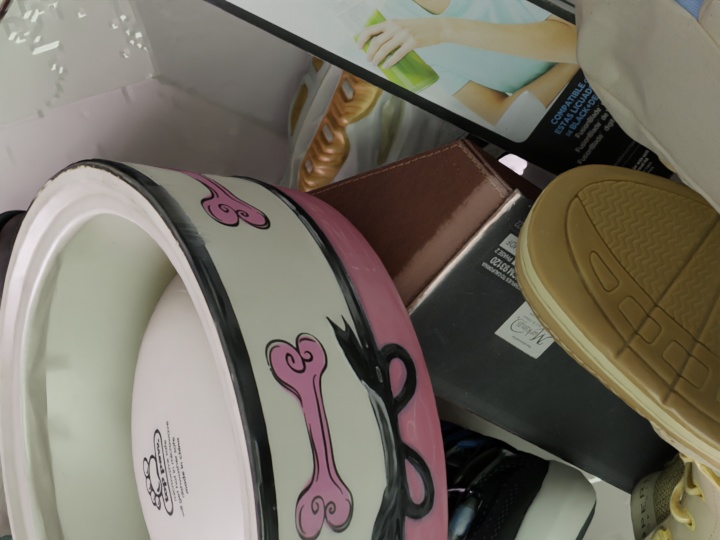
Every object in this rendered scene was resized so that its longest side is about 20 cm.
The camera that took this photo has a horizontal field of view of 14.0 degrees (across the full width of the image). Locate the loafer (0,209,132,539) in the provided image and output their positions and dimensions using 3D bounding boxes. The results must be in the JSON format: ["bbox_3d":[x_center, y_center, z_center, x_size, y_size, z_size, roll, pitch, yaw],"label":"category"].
[{"bbox_3d":[-0.084,0.071,1.025,0.063,0.072,0.200,-15,82,31],"label":"loafer"}]

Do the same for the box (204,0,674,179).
[{"bbox_3d":[0.023,-0.112,0.953,0.200,0.117,0.060,25,127,-16],"label":"box"}]

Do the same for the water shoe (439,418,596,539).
[{"bbox_3d":[0.019,0.084,1.009,0.079,0.200,0.072,27,84,-10],"label":"water shoe"}]

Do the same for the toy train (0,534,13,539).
[{"bbox_3d":[-0.119,0.193,1.077,0.114,0.085,0.200,-34,111,3],"label":"toy train"}]

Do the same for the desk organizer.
[{"bbox_3d":[0.064,0.010,0.987,0.072,0.077,0.200,-47,140,12],"label":"desk organizer"}]

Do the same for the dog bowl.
[{"bbox_3d":[-0.044,0.061,0.910,0.074,0.200,0.200,-8,119,-28],"label":"dog bowl"}]

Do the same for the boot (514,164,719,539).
[{"bbox_3d":[0.112,0.054,0.934,0.200,0.155,0.073,32,66,-9],"label":"boot"}]

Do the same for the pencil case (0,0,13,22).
[{"bbox_3d":[-0.162,-0.078,0.982,0.089,0.078,0.200,39,110,7],"label":"pencil case"}]

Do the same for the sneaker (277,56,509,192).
[{"bbox_3d":[0.000,0.000,1.033,0.088,0.076,0.200,18,120,-23],"label":"sneaker"}]

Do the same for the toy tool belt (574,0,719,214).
[{"bbox_3d":[0.130,-0.084,0.853,0.123,0.200,0.125,-24,138,-22],"label":"toy tool belt"}]
